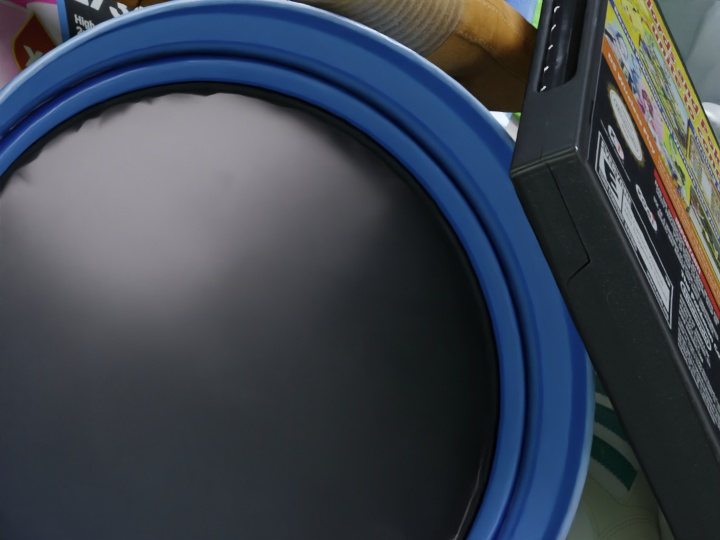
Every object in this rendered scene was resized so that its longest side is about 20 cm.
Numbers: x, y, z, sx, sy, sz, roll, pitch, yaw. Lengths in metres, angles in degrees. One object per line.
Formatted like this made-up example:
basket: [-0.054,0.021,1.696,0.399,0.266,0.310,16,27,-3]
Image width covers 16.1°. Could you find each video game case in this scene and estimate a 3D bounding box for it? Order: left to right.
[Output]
video game case: [0.101,0.011,0.782,0.201,0.025,0.181,63,20,-23]

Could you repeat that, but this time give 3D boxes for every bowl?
bowl: [-0.032,0.027,0.698,0.199,0.039,0.202,4,78,-21]

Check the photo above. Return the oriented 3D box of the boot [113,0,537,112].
boot: [-0.041,-0.100,0.808,0.200,0.071,0.144,24,-1,28]

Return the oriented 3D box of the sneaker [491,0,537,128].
sneaker: [0.023,-0.107,1.008,0.078,0.070,0.201,33,31,-14]

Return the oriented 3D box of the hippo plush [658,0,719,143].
hippo plush: [0.178,-0.100,1.051,0.158,0.201,0.162,-6,54,-19]

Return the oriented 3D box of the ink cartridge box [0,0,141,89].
ink cartridge box: [-0.101,-0.052,0.801,0.094,0.037,0.201,20,42,-40]

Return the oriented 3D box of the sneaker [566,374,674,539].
sneaker: [0.056,0.058,0.811,0.093,0.070,0.200,30,34,-21]

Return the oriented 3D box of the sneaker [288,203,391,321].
sneaker: [0.000,0.000,0.840,0.080,0.074,0.200,58,15,-15]
